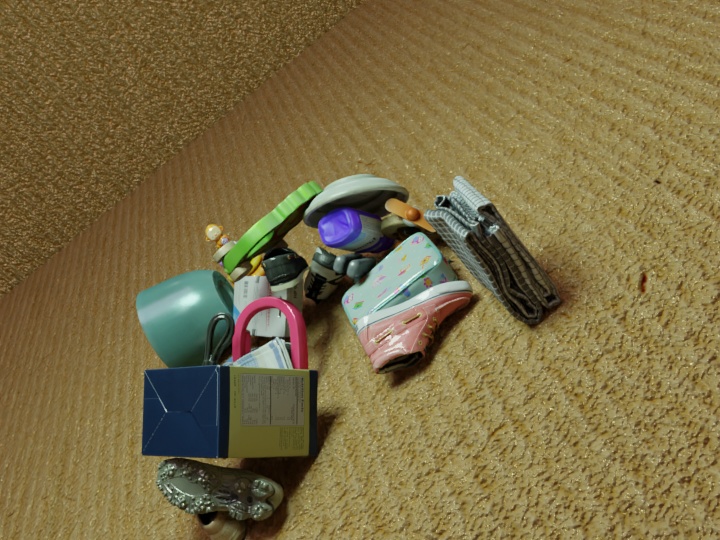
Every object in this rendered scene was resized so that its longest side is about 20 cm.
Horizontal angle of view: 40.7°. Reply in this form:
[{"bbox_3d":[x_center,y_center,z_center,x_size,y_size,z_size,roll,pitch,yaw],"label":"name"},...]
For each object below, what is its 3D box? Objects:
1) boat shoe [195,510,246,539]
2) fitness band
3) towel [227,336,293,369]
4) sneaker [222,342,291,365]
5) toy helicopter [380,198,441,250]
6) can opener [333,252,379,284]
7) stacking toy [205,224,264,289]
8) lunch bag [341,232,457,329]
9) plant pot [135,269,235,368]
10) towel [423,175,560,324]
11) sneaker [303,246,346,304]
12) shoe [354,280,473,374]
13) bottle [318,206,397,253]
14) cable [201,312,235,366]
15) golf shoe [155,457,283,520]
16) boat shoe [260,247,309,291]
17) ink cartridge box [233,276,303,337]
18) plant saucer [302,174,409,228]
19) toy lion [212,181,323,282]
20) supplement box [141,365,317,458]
[{"bbox_3d":[-0.233,0.364,1.535,0.071,0.065,0.200,-43,25,-5],"label":"boat shoe"},{"bbox_3d":[-0.156,0.147,1.690,0.143,0.037,0.201,-12,75,28],"label":"fitness band"},{"bbox_3d":[-0.186,0.219,1.660,0.199,0.148,0.024,-29,-17,26],"label":"towel"},{"bbox_3d":[-0.196,0.170,1.792,0.199,0.076,0.077,-23,27,25],"label":"sneaker"},{"bbox_3d":[0.128,-0.088,1.720,0.199,0.132,0.079,-7,67,24],"label":"toy helicopter"},{"bbox_3d":[0.000,0.000,1.745,0.200,0.052,0.067,4,-77,-76],"label":"can opener"},{"bbox_3d":[-0.255,-0.022,2.044,0.116,0.200,0.110,-40,24,-3],"label":"stacking toy"},{"bbox_3d":[0.067,0.031,1.648,0.200,0.077,0.160,-39,23,3],"label":"lunch bag"},{"bbox_3d":[-0.334,0.092,1.987,0.160,0.201,0.201,-29,26,8],"label":"plant pot"},{"bbox_3d":[0.189,-0.027,1.425,0.085,0.200,0.166,-39,24,4],"label":"towel"},{"bbox_3d":[-0.067,0.015,1.822,0.080,0.073,0.200,-58,-6,-14],"label":"sneaker"},{"bbox_3d":[0.097,0.092,1.527,0.199,0.072,0.091,-21,62,-6],"label":"shoe"},{"bbox_3d":[0.004,-0.069,1.788,0.083,0.200,0.066,-25,73,25],"label":"bottle"},{"bbox_3d":[-0.256,0.174,1.668,0.096,0.050,0.201,-2,79,14],"label":"cable"},{"bbox_3d":[-0.211,0.330,1.472,0.199,0.097,0.079,12,90,16],"label":"golf shoe"},{"bbox_3d":[-0.136,-0.014,1.744,0.073,0.063,0.201,-18,9,3],"label":"boat shoe"},{"bbox_3d":[-0.169,0.070,1.867,0.199,0.068,0.117,0,87,55],"label":"ink cartridge box"},{"bbox_3d":[-0.012,-0.132,1.766,0.199,0.200,0.051,-23,73,34],"label":"plant saucer"},{"bbox_3d":[-0.153,-0.083,1.770,0.192,0.069,0.200,-45,-5,34],"label":"toy lion"},{"bbox_3d":[-0.202,0.221,1.511,0.199,0.199,0.135,-8,78,44],"label":"supplement box"}]
